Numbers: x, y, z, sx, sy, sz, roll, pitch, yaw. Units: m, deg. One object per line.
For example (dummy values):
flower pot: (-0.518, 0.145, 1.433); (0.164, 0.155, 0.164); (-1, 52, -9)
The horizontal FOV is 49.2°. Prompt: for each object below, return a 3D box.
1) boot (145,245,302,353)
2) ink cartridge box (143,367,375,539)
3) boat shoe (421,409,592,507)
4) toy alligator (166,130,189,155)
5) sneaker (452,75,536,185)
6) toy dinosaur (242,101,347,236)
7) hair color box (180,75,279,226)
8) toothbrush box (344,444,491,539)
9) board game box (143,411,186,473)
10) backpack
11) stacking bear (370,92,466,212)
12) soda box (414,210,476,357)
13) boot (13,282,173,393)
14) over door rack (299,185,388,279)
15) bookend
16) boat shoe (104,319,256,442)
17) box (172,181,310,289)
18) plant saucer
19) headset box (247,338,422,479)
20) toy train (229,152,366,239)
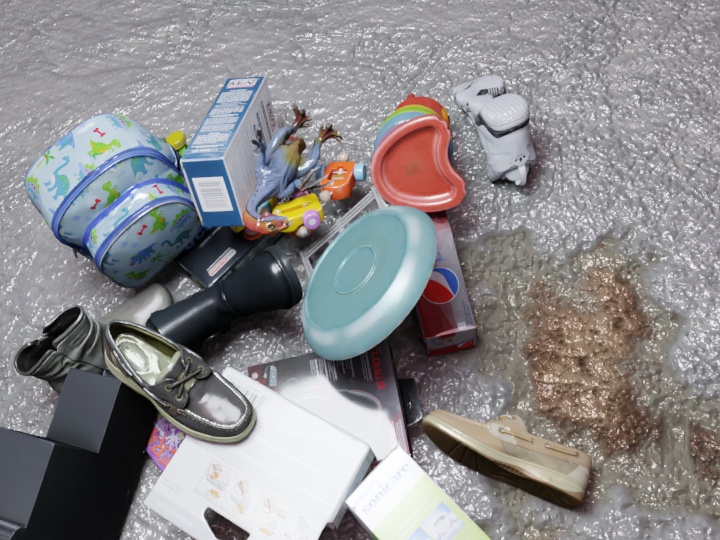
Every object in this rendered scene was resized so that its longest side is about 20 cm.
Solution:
boot: (-0.169, 0.049, 0.948); (0.167, 0.199, 0.077); (-31, 95, -24)
ink cartridge box: (-0.109, 0.227, 0.859); (0.197, 0.044, 0.175); (24, 71, 20)
boat shoe: (0.167, 0.202, 0.907); (0.197, 0.072, 0.065); (24, 64, 7)
toy alligator: (-0.301, -0.153, 1.141); (0.196, 0.060, 0.055); (-10, 47, 15)
sneaker: (0.185, -0.195, 1.096); (0.074, 0.117, 0.201); (-18, 29, -2)
toy dinosaur: (-0.093, -0.115, 0.998); (0.104, 0.200, 0.183); (33, 74, -2)
hair color box: (-0.162, -0.157, 1.017); (0.059, 0.101, 0.202); (0, 40, 13)
toothbrush box: (0.085, 0.298, 0.824); (0.086, 0.146, 0.199); (-43, 65, -14)
board game box: (-0.225, 0.182, 0.991); (0.120, 0.032, 0.200); (-43, 66, -8)
backpack: (-0.295, -0.086, 0.980); (0.182, 0.200, 0.147); (-41, 67, 1)
stacking bear: (0.076, -0.172, 1.045); (0.112, 0.123, 0.201); (-14, 28, 14)
soda box: (0.094, 0.002, 1.014); (0.069, 0.064, 0.203); (-12, 62, 2)
boot: (-0.330, 0.077, 0.997); (0.067, 0.131, 0.200); (38, 74, 22)
over door rack: (0.000, 0.000, 0.976); (0.147, 0.066, 0.201); (-41, 33, 18)
bookend: (-0.331, 0.195, 0.883); (0.090, 0.200, 0.203); (10, 75, 18)
boat shoe: (-0.205, 0.119, 0.862); (0.198, 0.066, 0.072); (29, 63, 16)
box: (-0.188, -0.080, 1.102); (0.158, 0.046, 0.200); (39, 74, 22)
plant saucer: (0.001, 0.005, 0.884); (0.198, 0.027, 0.203); (-32, 37, 28)
headset box: (-0.026, 0.174, 0.939); (0.196, 0.075, 0.151); (-12, 62, 2)
toy train: (-0.092, -0.093, 1.047); (0.196, 0.056, 0.152); (-2, 40, 13)
